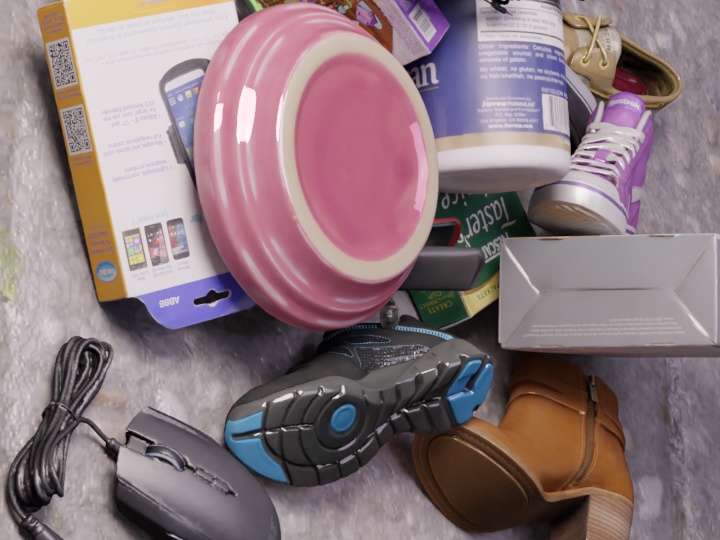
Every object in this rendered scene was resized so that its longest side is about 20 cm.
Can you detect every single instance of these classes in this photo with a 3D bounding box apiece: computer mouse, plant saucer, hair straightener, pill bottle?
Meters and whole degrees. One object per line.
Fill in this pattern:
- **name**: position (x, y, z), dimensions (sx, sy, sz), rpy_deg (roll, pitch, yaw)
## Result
- **computer mouse**: position (-0.112, 0.139, 1.346), dimensions (0.200, 0.046, 0.141), rpy_deg (49, 40, -23)
- **plant saucer**: position (-0.017, -0.066, 1.436), dimensions (0.200, 0.051, 0.202), rpy_deg (12, 74, -49)
- **hair straightener**: position (0.000, 0.000, 1.510), dimensions (0.199, 0.041, 0.077), rpy_deg (1, 36, -37)
- **pill bottle**: position (0.080, -0.158, 1.578), dimensions (0.111, 0.111, 0.202), rpy_deg (6, 78, -49)

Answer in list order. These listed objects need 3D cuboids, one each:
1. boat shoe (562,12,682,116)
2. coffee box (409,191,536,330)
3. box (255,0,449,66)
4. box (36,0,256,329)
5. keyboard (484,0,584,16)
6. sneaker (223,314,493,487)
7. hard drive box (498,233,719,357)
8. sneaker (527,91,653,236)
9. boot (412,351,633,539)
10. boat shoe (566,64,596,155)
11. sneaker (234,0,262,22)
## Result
- **boat shoe**: position (0.175, -0.169, 1.831), dimensions (0.199, 0.066, 0.075), rpy_deg (18, 59, -45)
- **coffee box**: position (0.052, -0.069, 1.650), dimensions (0.123, 0.044, 0.201), rpy_deg (-28, 95, -53)
- **box**: position (-0.053, -0.204, 1.514), dimensions (0.201, 0.136, 0.039), rpy_deg (54, 41, -18)
- **box**: position (-0.115, -0.069, 1.407), dimensions (0.118, 0.041, 0.202), rpy_deg (-14, 97, -36)
- **keyboard**: position (0.078, -0.216, 1.496), dimensions (0.199, 0.040, 0.105), rpy_deg (7, 66, -31)
- **sneaker**: position (-0.012, 0.079, 1.491), dimensions (0.199, 0.082, 0.074), rpy_deg (-12, 125, -39)
- **hard drive box**: position (0.202, 0.021, 1.652), dimensions (0.200, 0.155, 0.078), rpy_deg (10, 80, -66)
- **sneaker**: position (0.169, -0.078, 1.695), dimensions (0.200, 0.072, 0.115), rpy_deg (22, 83, -80)
- **boot**: position (0.111, 0.111, 1.625), dimensions (0.200, 0.073, 0.156), rpy_deg (38, 39, -32)
- **boat shoe**: position (0.107, -0.140, 1.742), dimensions (0.200, 0.070, 0.067), rpy_deg (44, 41, -39)
- **sneaker**: position (-0.093, -0.126, 1.478), dimensions (0.200, 0.077, 0.084), rpy_deg (48, 44, -18)
